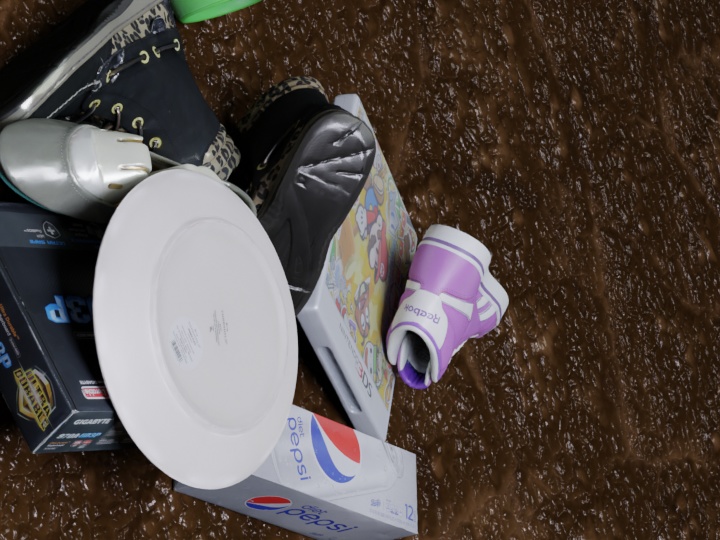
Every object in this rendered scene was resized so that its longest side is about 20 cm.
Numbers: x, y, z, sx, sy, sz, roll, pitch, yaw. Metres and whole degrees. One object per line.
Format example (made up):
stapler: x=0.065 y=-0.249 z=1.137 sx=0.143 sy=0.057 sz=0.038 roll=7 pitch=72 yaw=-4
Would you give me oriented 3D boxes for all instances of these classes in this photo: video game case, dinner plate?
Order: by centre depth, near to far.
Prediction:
dinner plate: x=-0.093 y=0.035 z=1.285 sx=0.200 sy=0.024 sz=0.202 roll=19 pitch=66 yaw=-51
video game case: x=0.000 y=0.000 z=1.569 sx=0.182 sy=0.023 sz=0.201 roll=65 pitch=28 yaw=-50

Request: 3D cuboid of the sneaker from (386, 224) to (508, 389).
sneaker: x=0.059 y=0.044 z=1.634 sx=0.201 sy=0.072 sz=0.115 roll=55 pitch=56 yaw=-70

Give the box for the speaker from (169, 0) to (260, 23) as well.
speaker: x=-0.129 y=-0.288 z=1.508 sx=0.088 sy=0.088 sz=0.201 roll=-19 pitch=91 yaw=-57

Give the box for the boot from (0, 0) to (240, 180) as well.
boot: x=-0.161 y=-0.095 z=1.388 sx=0.154 sy=0.073 sz=0.204 roll=63 pitch=37 yaw=-21

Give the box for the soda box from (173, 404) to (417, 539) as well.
soda box: x=-0.042 y=0.142 z=1.456 sx=0.200 sy=0.068 sz=0.064 roll=27 pitch=54 yaw=-47

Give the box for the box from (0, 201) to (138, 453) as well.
box: x=-0.160 y=0.035 z=1.305 sx=0.199 sy=0.046 sz=0.160 roll=5 pitch=50 yaw=-55

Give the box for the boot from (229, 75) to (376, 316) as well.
boot: x=-0.067 y=-0.044 z=1.470 sx=0.073 sy=0.201 sz=0.151 roll=25 pitch=14 yaw=-20

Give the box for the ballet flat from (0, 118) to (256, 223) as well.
ballet flat: x=-0.143 y=-0.060 z=1.316 sx=0.199 sy=0.063 sz=0.068 roll=23 pitch=52 yaw=-47
